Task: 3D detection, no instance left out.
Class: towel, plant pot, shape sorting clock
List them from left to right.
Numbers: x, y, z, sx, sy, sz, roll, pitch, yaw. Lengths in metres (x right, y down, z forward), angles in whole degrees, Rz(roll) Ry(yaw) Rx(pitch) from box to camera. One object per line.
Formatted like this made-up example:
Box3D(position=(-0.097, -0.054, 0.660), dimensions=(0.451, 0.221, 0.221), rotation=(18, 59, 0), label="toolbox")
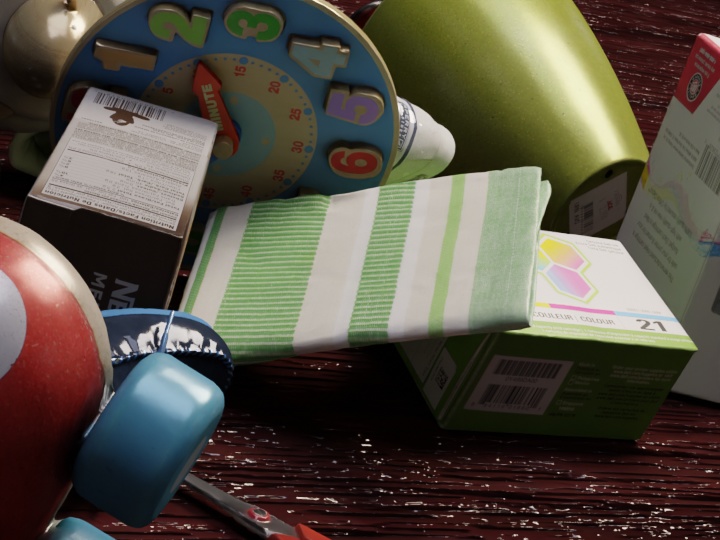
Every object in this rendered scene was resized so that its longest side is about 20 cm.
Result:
Box3D(position=(-0.077, -0.078, 1.237), dimensions=(0.199, 0.201, 0.039), rotation=(15, 36, -10), label="shape sorting clock")
Box3D(position=(0.000, 0.000, 1.175), dimensions=(0.199, 0.023, 0.153), rotation=(-8, 32, 14), label="towel")
Box3D(position=(0.118, -0.104, 1.575), dimensions=(0.187, 0.188, 0.200), rotation=(0, 40, -42), label="plant pot")

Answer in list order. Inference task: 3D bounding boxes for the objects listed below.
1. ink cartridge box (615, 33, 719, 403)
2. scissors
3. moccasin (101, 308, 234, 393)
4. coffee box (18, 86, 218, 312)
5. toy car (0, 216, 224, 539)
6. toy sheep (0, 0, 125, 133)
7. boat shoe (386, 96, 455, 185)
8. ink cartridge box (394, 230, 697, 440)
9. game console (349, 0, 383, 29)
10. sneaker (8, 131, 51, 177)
Box3D(position=(0.236, -0.033, 1.400), dimensions=(0.085, 0.201, 0.148), rotation=(13, 19, -15), label="ink cartridge box")
Box3D(position=(-0.035, 0.122, 1.012), dimensions=(0.073, 0.014, 0.200), rotation=(-5, 28, -44), label="scissors")
Box3D(position=(-0.138, 0.072, 0.981), dimensions=(0.199, 0.081, 0.068), rotation=(-14, 39, -34), label="moccasin")
Box3D(position=(-0.133, -0.009, 1.129), dimensions=(0.079, 0.115, 0.200), rotation=(16, 20, -4), label="coffee box")
Box3D(position=(-0.180, 0.087, 0.761), dimensions=(0.184, 0.177, 0.200), rotation=(31, 32, 3), label="toy car")
Box3D(position=(-0.201, -0.144, 1.303), dimensions=(0.137, 0.139, 0.200), rotation=(9, 17, -25), label="toy sheep")
Box3D(position=(-0.014, -0.067, 1.387), dimensions=(0.086, 0.075, 0.201), rotation=(20, -23, -37), label="boat shoe")
Box3D(position=(0.081, 0.003, 1.282), dimensions=(0.147, 0.076, 0.200), rotation=(6, 37, -33), label="ink cartridge box")
Box3D(position=(-0.010, -0.189, 1.743), dimensions=(0.172, 0.119, 0.200), rotation=(31, 22, 32), label="game console")
Box3D(position=(-0.128, -0.050, 1.339), dimensions=(0.200, 0.067, 0.090), rotation=(26, 28, 22), label="sneaker")
